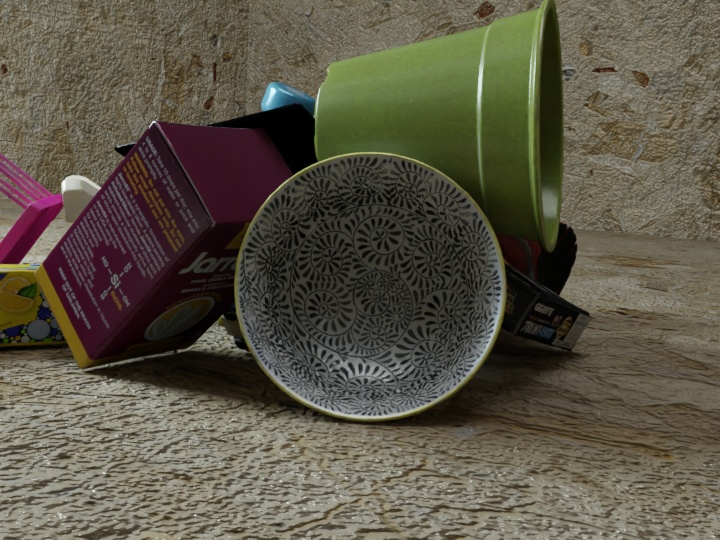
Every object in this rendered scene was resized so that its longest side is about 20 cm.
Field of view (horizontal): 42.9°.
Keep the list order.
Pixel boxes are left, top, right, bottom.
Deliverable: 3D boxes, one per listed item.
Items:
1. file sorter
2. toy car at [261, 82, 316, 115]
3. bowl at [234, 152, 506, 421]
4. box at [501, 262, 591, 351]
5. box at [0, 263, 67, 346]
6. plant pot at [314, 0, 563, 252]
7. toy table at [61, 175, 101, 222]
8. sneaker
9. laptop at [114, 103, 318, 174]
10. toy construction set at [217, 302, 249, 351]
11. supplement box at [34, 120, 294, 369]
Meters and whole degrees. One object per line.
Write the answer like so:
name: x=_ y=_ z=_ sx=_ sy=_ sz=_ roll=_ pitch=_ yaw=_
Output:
file sorter: x=-0.424 y=-0.054 z=0.997 sx=0.125 sy=0.139 sz=0.200 roll=38 pitch=0 yaw=-12
toy car: x=-0.043 y=-0.082 z=1.045 sx=0.176 sy=0.186 sz=0.200 roll=12 pitch=20 yaw=-41
bowl: x=0.007 y=0.020 z=0.709 sx=0.198 sy=0.203 sz=0.094 roll=3 pitch=-15 yaw=1
box: x=0.109 y=0.002 z=0.885 sx=0.199 sy=0.050 sz=0.198 roll=34 pitch=6 yaw=28
box: x=-0.342 y=0.031 z=0.816 sx=0.198 sy=0.071 sz=0.064 roll=0 pitch=5 yaw=-28
plant pot: x=0.067 y=-0.118 z=0.768 sx=0.188 sy=0.203 sz=0.200 roll=2 pitch=6 yaw=18
toy table: x=-0.277 y=-0.040 z=1.059 sx=0.116 sy=0.185 sz=0.201 roll=-5 pitch=42 yaw=-15
sneaker: x=0.167 y=-0.045 z=0.977 sx=0.086 sy=0.074 sz=0.201 roll=20 pitch=-28 yaw=44
laptop: x=-0.099 y=-0.140 z=0.886 sx=0.185 sy=0.117 sz=0.201 roll=-9 pitch=36 yaw=20
toy construction set: x=-0.060 y=0.016 z=0.850 sx=0.199 sy=0.093 sz=0.131 roll=-10 pitch=26 yaw=49
supplement box: x=-0.155 y=-0.020 z=0.764 sx=0.200 sy=0.104 sz=0.130 roll=-43 pitch=-20 yaw=30
